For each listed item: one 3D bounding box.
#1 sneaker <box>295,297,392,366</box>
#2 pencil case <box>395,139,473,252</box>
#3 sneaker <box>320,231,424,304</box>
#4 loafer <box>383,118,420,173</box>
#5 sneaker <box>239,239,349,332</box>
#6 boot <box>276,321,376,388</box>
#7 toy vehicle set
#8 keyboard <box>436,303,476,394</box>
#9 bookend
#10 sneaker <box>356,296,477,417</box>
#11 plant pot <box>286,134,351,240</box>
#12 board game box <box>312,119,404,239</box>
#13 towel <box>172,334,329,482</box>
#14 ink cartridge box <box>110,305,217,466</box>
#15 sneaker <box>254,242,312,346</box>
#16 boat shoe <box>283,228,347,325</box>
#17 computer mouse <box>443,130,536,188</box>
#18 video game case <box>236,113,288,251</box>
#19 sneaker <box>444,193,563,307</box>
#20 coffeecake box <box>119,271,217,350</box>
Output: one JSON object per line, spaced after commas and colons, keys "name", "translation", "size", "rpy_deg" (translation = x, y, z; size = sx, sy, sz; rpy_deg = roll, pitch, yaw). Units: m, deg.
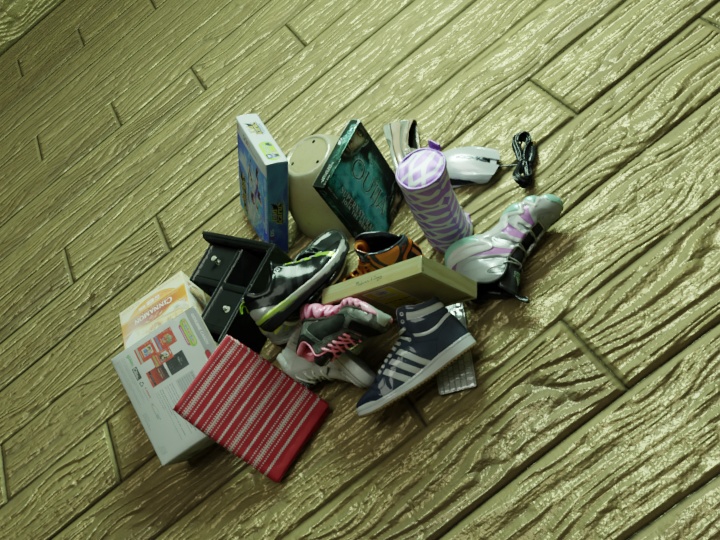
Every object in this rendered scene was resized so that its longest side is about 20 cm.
{"name": "sneaker", "translation": [-0.030, 0.096, 1.073], "size": [0.200, 0.079, 0.095], "rpy_deg": [-13, 52, 54]}
{"name": "pencil case", "translation": [0.120, -0.106, 1.144], "size": [0.084, 0.200, 0.086], "rpy_deg": [36, 80, 33]}
{"name": "sneaker", "translation": [0.000, 0.000, 1.199], "size": [0.200, 0.112, 0.078], "rpy_deg": [-34, 46, 9]}
{"name": "loafer", "translation": [0.088, -0.206, 1.321], "size": [0.063, 0.072, 0.200], "rpy_deg": [-24, 46, 12]}
{"name": "sneaker", "translation": [-0.102, 0.006, 1.138], "size": [0.083, 0.072, 0.200], "rpy_deg": [45, 71, 1]}
{"name": "boot", "translation": [-0.057, 0.157, 1.165], "size": [0.096, 0.074, 0.200], "rpy_deg": [-54, 39, -3]}
{"name": "toy vehicle set", "translation": [0.055, 0.034, 1.098], "size": [0.200, 0.124, 0.027], "rpy_deg": [-19, 59, 41]}
{"name": "keyboard", "translation": [0.134, 0.092, 1.118], "size": [0.056, 0.011, 0.200], "rpy_deg": [-20, 50, 20]}
{"name": "bookend", "translation": [-0.242, 0.044, 1.339], "size": [0.200, 0.092, 0.199], "rpy_deg": [12, 66, 39]}
{"name": "sneaker", "translation": [0.057, 0.120, 1.067], "size": [0.200, 0.070, 0.109], "rpy_deg": [-36, 80, 7]}
{"name": "plant pot", "translation": [-0.064, -0.169, 1.347], "size": [0.200, 0.134, 0.200], "rpy_deg": [-18, 51, 23]}
{"name": "board game box", "translation": [0.004, -0.135, 1.232], "size": [0.028, 0.200, 0.135], "rpy_deg": [13, 67, 34]}
{"name": "towel", "translation": [-0.164, 0.212, 1.133], "size": [0.200, 0.022, 0.145], "rpy_deg": [35, 79, 0]}
{"name": "ink cartridge box", "translation": [-0.281, 0.186, 1.215], "size": [0.175, 0.084, 0.200], "rpy_deg": [-33, 75, 8]}
{"name": "sneaker", "translation": [-0.112, 0.029, 1.272], "size": [0.075, 0.076, 0.200], "rpy_deg": [-2, 55, 45]}
{"name": "boat shoe", "translation": [-0.078, -0.003, 1.227], "size": [0.074, 0.066, 0.199], "rpy_deg": [32, 62, 10]}
{"name": "computer mouse", "translation": [0.195, -0.180, 1.248], "size": [0.200, 0.044, 0.110], "rpy_deg": [-4, 58, 31]}
{"name": "video game case", "translation": [-0.184, -0.161, 1.382], "size": [0.045, 0.200, 0.181], "rpy_deg": [-12, 42, -20]}
{"name": "sneaker", "translation": [0.230, -0.014, 1.093], "size": [0.200, 0.078, 0.140], "rpy_deg": [-35, 47, 20]}
{"name": "coffeecake box", "translation": [-0.354, 0.125, 1.368], "size": [0.153, 0.073, 0.200], "rpy_deg": [-33, 47, 7]}
